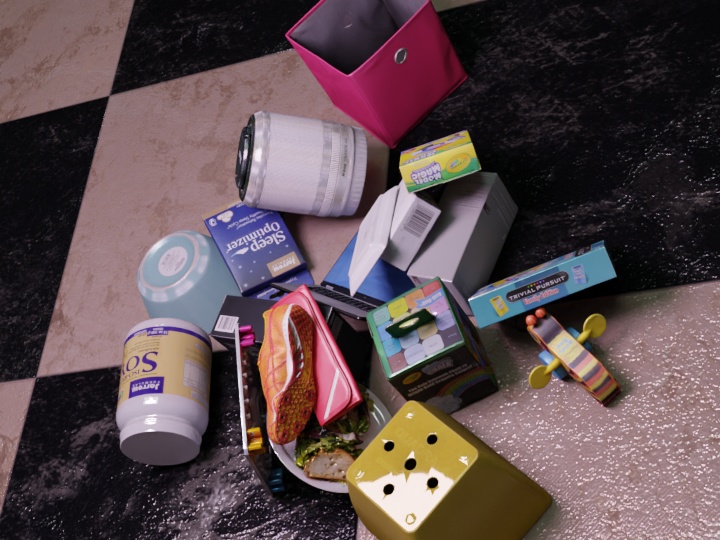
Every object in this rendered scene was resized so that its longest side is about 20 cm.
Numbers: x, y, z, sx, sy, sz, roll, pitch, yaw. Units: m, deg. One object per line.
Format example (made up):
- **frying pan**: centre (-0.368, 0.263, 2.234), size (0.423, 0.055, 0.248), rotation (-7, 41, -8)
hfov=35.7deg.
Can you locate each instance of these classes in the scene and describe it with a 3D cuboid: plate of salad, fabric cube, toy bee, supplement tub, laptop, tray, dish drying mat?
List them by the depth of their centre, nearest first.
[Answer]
- **toy bee**: centre (0.268, 0.105, 1.556), size (0.200, 0.109, 0.131), rotation (18, 71, 36)
- **dish drying mat**: centre (-0.068, 0.119, 1.602), size (0.077, 0.018, 0.200), rotation (-37, 64, 19)
- **plate of salad**: centre (-0.036, 0.225, 1.606), size (0.200, 0.048, 0.200), rotation (12, 47, -13)
- **tray**: centre (0.016, -0.052, 1.735), size (0.107, 0.022, 0.200), rotation (-55, 12, 30)
- **laptop**: centre (0.000, 0.000, 1.760), size (0.187, 0.200, 0.116), rotation (18, 99, 36)
- **supplement tub**: centre (-0.311, 0.193, 1.777), size (0.145, 0.145, 0.200), rotation (-15, 53, 18)
- **fabric cube**: centre (0.031, -0.373, 1.945), size (0.196, 0.199, 0.200), rotation (-44, 49, -6)

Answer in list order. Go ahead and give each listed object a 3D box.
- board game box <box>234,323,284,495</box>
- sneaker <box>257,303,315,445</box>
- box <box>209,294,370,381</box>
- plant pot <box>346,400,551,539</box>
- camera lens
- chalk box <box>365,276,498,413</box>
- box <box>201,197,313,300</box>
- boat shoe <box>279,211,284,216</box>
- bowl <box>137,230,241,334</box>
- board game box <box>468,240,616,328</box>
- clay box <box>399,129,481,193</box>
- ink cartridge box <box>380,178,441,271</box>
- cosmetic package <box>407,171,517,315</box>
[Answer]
- **board game box**: centre (-0.147, 0.205, 1.639), size (0.026, 0.200, 0.200), rotation (-9, 61, 2)
- **sneaker**: centre (-0.108, 0.148, 1.579), size (0.077, 0.073, 0.200), rotation (-15, 63, 41)
- **box**: centre (-0.107, 0.109, 1.729), size (0.200, 0.141, 0.079), rotation (6, 62, 30)
- **plant pot**: centre (0.096, 0.289, 1.477), size (0.200, 0.176, 0.200), rotation (-48, 50, -8)
- **camera lens**: centre (-0.102, -0.175, 1.857), size (0.200, 0.160, 0.160), rotation (7, 54, -13)
- **chalk box**: centre (0.094, 0.104, 1.587), size (0.125, 0.200, 0.124), rotation (-26, 50, 9)
- **box**: centre (-0.172, -0.036, 1.881), size (0.121, 0.032, 0.200), rotation (-26, 68, -10)
- **boat shoe**: centre (-0.122, -0.166, 1.975), size (0.066, 0.070, 0.200), rotation (24, 71, 24)
- **bowl**: centre (-0.304, 0.010, 1.925), size (0.200, 0.105, 0.201), rotation (-14, 54, 20)
- **board game box**: centre (0.261, 0.017, 1.594), size (0.200, 0.151, 0.047), rotation (-23, 90, 13)
- **clay box**: centre (0.120, -0.166, 1.699), size (0.115, 0.048, 0.200), rotation (-18, 11, 6)
- **ink cartridge box**: centre (0.070, -0.078, 1.749), size (0.109, 0.050, 0.200), rotation (-59, 9, 11)
- **cosmetic package**: centre (0.158, -0.044, 1.716), size (0.090, 0.107, 0.200), rotation (7, 64, 33)
